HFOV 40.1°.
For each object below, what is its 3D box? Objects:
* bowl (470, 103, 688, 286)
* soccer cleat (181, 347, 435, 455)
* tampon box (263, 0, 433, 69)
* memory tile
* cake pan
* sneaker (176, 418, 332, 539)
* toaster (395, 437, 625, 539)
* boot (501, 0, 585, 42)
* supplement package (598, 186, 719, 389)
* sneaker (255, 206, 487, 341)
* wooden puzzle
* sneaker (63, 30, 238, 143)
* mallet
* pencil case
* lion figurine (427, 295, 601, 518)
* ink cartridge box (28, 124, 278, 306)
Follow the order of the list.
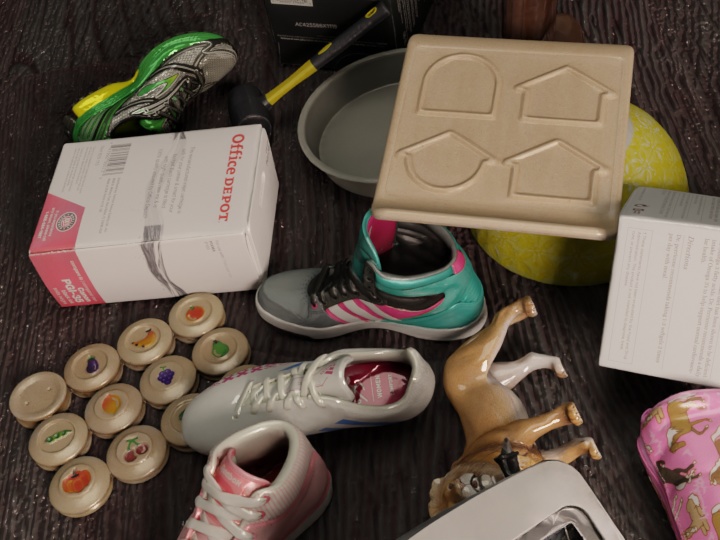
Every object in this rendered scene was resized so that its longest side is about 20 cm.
[{"bbox_3d":[0.188,-0.095,0.861,0.200,0.108,0.200,-5,49,6],"label":"bowl"},{"bbox_3d":[-0.043,0.091,0.747,0.200,0.086,0.070,-11,67,-1],"label":"soccer cleat"},{"bbox_3d":[-0.003,-0.334,1.094,0.150,0.126,0.200,8,51,17],"label":"tampon box"},{"bbox_3d":[-0.182,0.104,0.822,0.200,0.017,0.153,-29,50,-13],"label":"memory tile"},{"bbox_3d":[0.038,-0.145,0.974,0.200,0.037,0.201,-8,48,9],"label":"cake pan"},{"bbox_3d":[-0.101,0.184,0.678,0.075,0.105,0.200,29,61,29],"label":"sneaker"},{"bbox_3d":[0.078,0.216,0.563,0.181,0.119,0.200,-28,75,-15],"label":"toaster"},{"bbox_3d":[0.176,-0.257,0.941,0.064,0.200,0.187,10,53,19],"label":"boot"},{"bbox_3d":[0.285,0.017,0.711,0.200,0.117,0.117,10,17,19],"label":"supplement package"},{"bbox_3d":[0.000,0.000,0.805,0.200,0.121,0.084,1,49,12],"label":"sneaker"},{"bbox_3d":[0.116,-0.105,0.786,0.185,0.046,0.200,6,58,12],"label":"wooden puzzle"},{"bbox_3d":[-0.207,-0.175,1.042,0.200,0.078,0.085,-40,60,-11],"label":"sneaker"},{"bbox_3d":[-0.056,-0.211,1.012,0.200,0.041,0.066,-40,42,8],"label":"mallet"},{"bbox_3d":[0.245,0.172,0.635,0.086,0.083,0.200,18,42,-26],"label":"pencil case"},{"bbox_3d":[0.099,0.108,0.736,0.122,0.073,0.200,-26,32,12],"label":"lion figurine"},{"bbox_3d":[-0.183,-0.051,0.912,0.200,0.083,0.147,-4,48,8],"label":"ink cartridge box"}]
